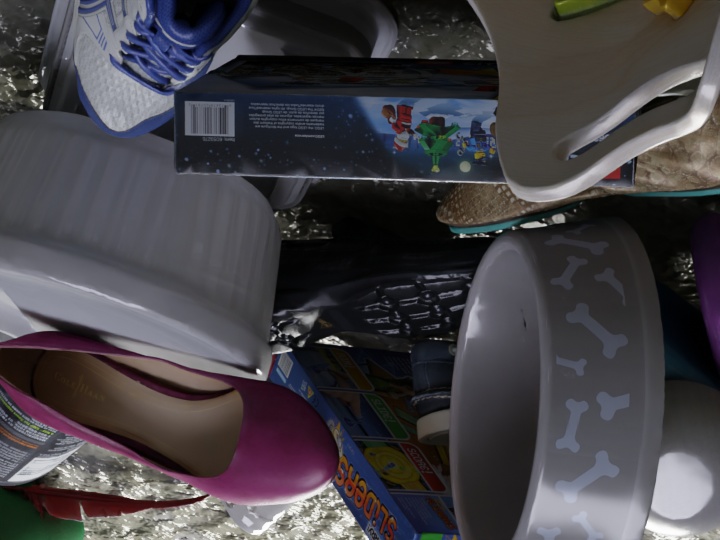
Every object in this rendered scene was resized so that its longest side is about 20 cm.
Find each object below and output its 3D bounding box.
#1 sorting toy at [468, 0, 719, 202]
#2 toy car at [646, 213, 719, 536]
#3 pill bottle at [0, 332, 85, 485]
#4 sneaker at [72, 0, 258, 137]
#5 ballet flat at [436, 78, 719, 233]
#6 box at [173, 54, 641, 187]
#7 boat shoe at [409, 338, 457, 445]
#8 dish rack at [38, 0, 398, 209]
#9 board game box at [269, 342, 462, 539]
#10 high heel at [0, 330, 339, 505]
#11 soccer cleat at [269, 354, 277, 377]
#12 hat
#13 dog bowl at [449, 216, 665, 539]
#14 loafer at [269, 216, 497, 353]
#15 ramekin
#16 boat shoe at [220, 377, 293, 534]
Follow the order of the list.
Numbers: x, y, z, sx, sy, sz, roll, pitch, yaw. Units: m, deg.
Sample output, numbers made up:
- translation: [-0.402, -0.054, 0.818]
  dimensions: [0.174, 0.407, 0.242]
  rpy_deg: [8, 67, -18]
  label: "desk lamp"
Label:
- translation: [0.114, -0.120, 0.828]
  dimensions: [0.106, 0.181, 0.200]
  rpy_deg: [30, 148, -24]
  label: "sorting toy"
- translation: [0.208, 0.043, 1.104]
  dimensions: [0.198, 0.175, 0.151]
  rpy_deg: [-4, 110, 12]
  label: "toy car"
- translation: [-0.223, 0.080, 1.396]
  dimensions: [0.106, 0.107, 0.200]
  rpy_deg: [26, 148, -19]
  label: "pill bottle"
- translation: [-0.089, -0.124, 0.957]
  dimensions: [0.075, 0.089, 0.201]
  rpy_deg: [21, 132, -12]
  label: "sneaker"
- translation: [0.116, -0.066, 1.054]
  dimensions: [0.199, 0.071, 0.066]
  rpy_deg: [-11, 115, 33]
  label: "ballet flat"
- translation: [0.027, -0.070, 0.950]
  dimensions: [0.198, 0.038, 0.137]
  rpy_deg: [2, -168, 9]
  label: "box"
- translation: [0.113, 0.065, 1.233]
  dimensions: [0.198, 0.062, 0.075]
  rpy_deg: [-2, 166, -29]
  label: "boat shoe"
- translation: [-0.084, -0.098, 1.096]
  dimensions: [0.170, 0.044, 0.200]
  rpy_deg: [18, 151, -8]
  label: "dish rack"
- translation: [0.043, 0.111, 1.226]
  dimensions: [0.134, 0.200, 0.035]
  rpy_deg: [8, 116, -29]
  label: "board game box"
- translation: [-0.106, 0.077, 1.085]
  dimensions: [0.199, 0.068, 0.096]
  rpy_deg: [9, 175, 39]
  label: "high heel"
- translation: [-0.023, 0.082, 1.333]
  dimensions: [0.199, 0.069, 0.073]
  rpy_deg: [25, 170, -25]
  label: "soccer cleat"
- translation: [-0.240, 0.183, 1.670]
  dimensions: [0.200, 0.176, 0.166]
  rpy_deg: [47, 161, 20]
  label: "hat"
- translation: [0.094, 0.069, 1.073]
  dimensions: [0.058, 0.202, 0.200]
  rpy_deg: [4, 153, -12]
  label: "dog bowl"
- translation: [0.000, 0.000, 1.195]
  dimensions: [0.199, 0.071, 0.068]
  rpy_deg: [-8, 147, 26]
  label: "loafer"
- translation: [-0.134, -0.011, 1.130]
  dimensions: [0.201, 0.095, 0.202]
  rpy_deg: [15, 165, 4]
  label: "ramekin"
- translation: [-0.093, 0.074, 1.249]
  dimensions: [0.071, 0.200, 0.070]
  rpy_deg: [6, 127, -45]
  label: "boat shoe"
